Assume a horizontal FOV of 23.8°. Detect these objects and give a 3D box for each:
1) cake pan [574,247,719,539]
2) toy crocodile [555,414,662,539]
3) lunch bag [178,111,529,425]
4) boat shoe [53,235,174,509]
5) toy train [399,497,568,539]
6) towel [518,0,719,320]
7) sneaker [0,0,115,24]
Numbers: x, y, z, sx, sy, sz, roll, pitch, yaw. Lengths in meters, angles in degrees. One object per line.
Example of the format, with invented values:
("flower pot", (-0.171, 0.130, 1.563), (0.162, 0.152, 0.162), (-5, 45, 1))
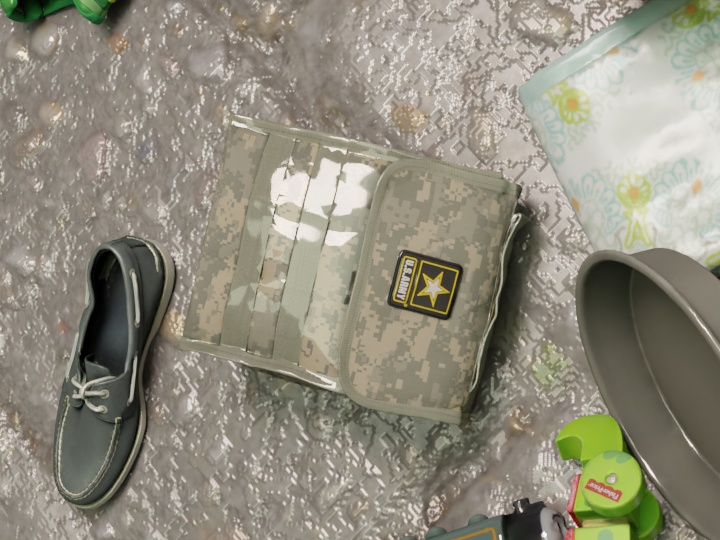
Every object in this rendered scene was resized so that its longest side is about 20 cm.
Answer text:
("cake pan", (0.196, 0.072, 1.003), (0.036, 0.201, 0.201), (-27, 73, -15))
("toy crocodile", (0.149, 0.179, 1.037), (0.061, 0.068, 0.202), (-9, 58, 19))
("lunch bag", (0.000, 0.000, 1.124), (0.198, 0.117, 0.166), (14, 91, 18))
("boat shoe", (-0.189, 0.072, 1.226), (0.072, 0.062, 0.202), (16, 92, 23))
("toy train", (0.055, 0.221, 1.102), (0.198, 0.085, 0.115), (-22, 68, 20))
("towel", (0.217, -0.090, 1.074), (0.199, 0.048, 0.173), (-30, 74, 19))
("sneaker", (-0.265, -0.233, 1.280), (0.198, 0.074, 0.085), (17, 88, 23))
